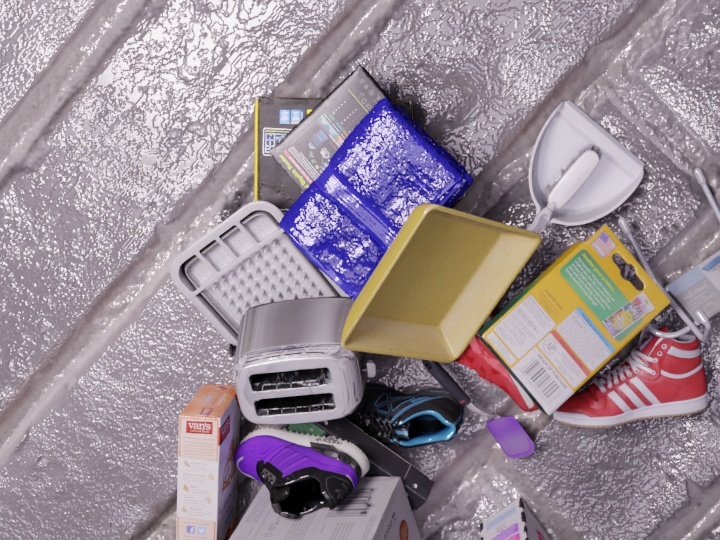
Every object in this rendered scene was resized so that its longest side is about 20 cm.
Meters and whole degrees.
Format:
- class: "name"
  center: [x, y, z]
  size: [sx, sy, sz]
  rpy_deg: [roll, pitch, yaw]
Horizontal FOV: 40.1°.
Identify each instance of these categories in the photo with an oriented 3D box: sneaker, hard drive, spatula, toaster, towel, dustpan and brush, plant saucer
- class: "sneaker"
  center: [0.034, 0.189, 1.270]
  size: [0.196, 0.082, 0.075]
  rpy_deg: [-6, 102, 7]
- class: "sneaker"
  center: [0.143, 0.107, 1.262]
  size: [0.115, 0.078, 0.202]
  rpy_deg: [-30, 90, 22]
- class: "hard drive"
  center: [-0.019, 0.257, 1.275]
  size: [0.198, 0.038, 0.140]
  rpy_deg: [34, 135, -2]
- class: "sneaker"
  center: [-0.093, 0.254, 1.214]
  size: [0.197, 0.100, 0.070]
  rpy_deg: [-4, 125, 35]
- class: "spatula"
  center: [0.148, 0.174, 1.260]
  size: [0.200, 0.021, 0.056]
  rpy_deg: [42, 142, -20]
- class: "toaster"
  center: [-0.078, 0.110, 1.196]
  size: [0.196, 0.130, 0.115]
  rpy_deg: [-4, 117, 4]
- class: "towel"
  center: [0.016, -0.075, 1.128]
  size: [0.147, 0.050, 0.201]
  rpy_deg: [40, 102, -5]
- class: "sneaker"
  center: [0.336, 0.130, 1.240]
  size: [0.196, 0.071, 0.115]
  rpy_deg: [-9, 103, -2]
- class: "dustpan and brush"
  center: [0.243, -0.089, 1.214]
  size: [0.139, 0.057, 0.201]
  rpy_deg: [38, 101, -3]
- class: "plant saucer"
  center: [0.085, 0.009, 1.138]
  size: [0.198, 0.049, 0.201]
  rpy_deg: [11, 120, -42]

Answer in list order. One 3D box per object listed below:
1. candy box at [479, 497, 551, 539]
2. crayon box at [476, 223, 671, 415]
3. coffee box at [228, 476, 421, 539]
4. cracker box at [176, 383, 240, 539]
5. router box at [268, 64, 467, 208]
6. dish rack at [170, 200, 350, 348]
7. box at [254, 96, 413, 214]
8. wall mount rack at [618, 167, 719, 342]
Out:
- class: "candy box"
  center: [0.225, 0.405, 1.232]
  size: [0.071, 0.200, 0.169]
  rpy_deg: [-35, 96, 10]
- class: "crayon box"
  center: [0.255, 0.058, 1.186]
  size: [0.200, 0.052, 0.126]
  rpy_deg: [-42, 90, -1]
- class: "coffee box"
  center: [-0.040, 0.394, 1.208]
  size: [0.197, 0.200, 0.201]
  rpy_deg: [-7, 115, 26]
- class: "cracker box"
  center: [-0.195, 0.263, 1.274]
  size: [0.057, 0.134, 0.204]
  rpy_deg: [3, 101, 4]
- class: "router box"
  center: [0.011, -0.118, 1.178]
  size: [0.149, 0.062, 0.201]
  rpy_deg: [-40, 95, 10]
- class: "dish rack"
  center: [-0.122, 0.016, 1.245]
  size: [0.170, 0.044, 0.201]
  rpy_deg: [-34, 111, 16]
- class: "box"
  center: [-0.033, -0.134, 1.235]
  size: [0.196, 0.049, 0.163]
  rpy_deg: [3, 99, 4]
- class: "wall mount rack"
  center: [0.415, -0.017, 1.201]
  size: [0.198, 0.075, 0.175]
  rpy_deg: [-32, 59, -3]
